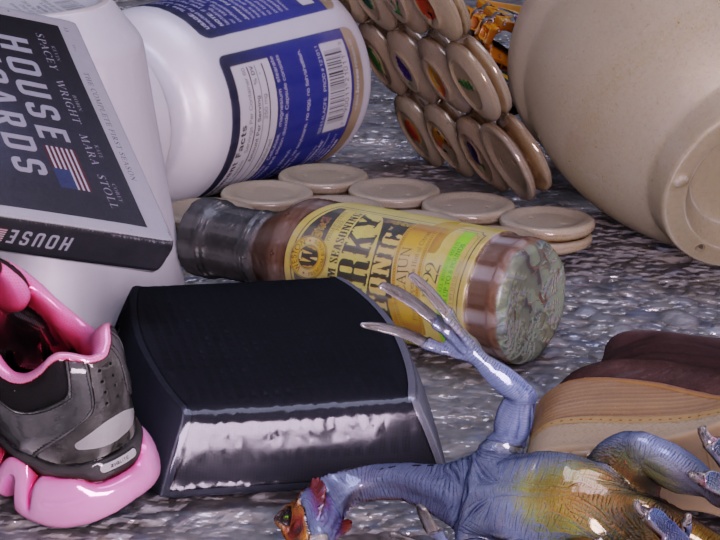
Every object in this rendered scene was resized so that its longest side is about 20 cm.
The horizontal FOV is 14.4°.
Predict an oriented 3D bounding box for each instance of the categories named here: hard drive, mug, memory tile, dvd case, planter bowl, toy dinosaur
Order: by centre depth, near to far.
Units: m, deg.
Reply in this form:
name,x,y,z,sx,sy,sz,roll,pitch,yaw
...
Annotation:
name,x,y,z,sx,sy,sz,roll,pitch,yaw
toy dinosaur,0.061,0.102,1.073,0.181,0.200,0.105,-13,38,52
dvd case,-0.190,-0.069,1.248,0.200,0.025,0.150,8,42,-37
hard drive,-0.041,0.047,1.254,0.135,0.042,0.200,-2,16,-10
mug,-0.181,-0.062,1.429,0.187,0.153,0.149,7,18,21
planter bowl,0.193,-0.089,1.513,0.200,0.200,0.135,-5,43,-18
memory tile,0.008,-0.022,1.516,0.200,0.017,0.153,13,20,35
memory tile,0.039,-0.115,1.620,0.017,0.153,0.200,-32,18,-12

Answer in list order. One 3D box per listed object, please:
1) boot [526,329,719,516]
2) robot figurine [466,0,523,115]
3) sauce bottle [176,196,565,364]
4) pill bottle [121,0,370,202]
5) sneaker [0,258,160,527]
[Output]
name,x,y,z,sx,sy,sz,roll,pitch,yaw
boot,0.173,0.059,1.164,0.200,0.072,0.166,3,18,20
robot figurine,0.136,-0.106,1.677,0.200,0.058,0.145,19,11,-15
sauce bottle,0.000,0.000,1.384,0.200,0.065,0.065,9,18,33
pill bottle,-0.095,-0.100,1.627,0.116,0.116,0.200,12,19,35
sneaker,-0.161,0.021,1.168,0.200,0.095,0.079,28,49,32
